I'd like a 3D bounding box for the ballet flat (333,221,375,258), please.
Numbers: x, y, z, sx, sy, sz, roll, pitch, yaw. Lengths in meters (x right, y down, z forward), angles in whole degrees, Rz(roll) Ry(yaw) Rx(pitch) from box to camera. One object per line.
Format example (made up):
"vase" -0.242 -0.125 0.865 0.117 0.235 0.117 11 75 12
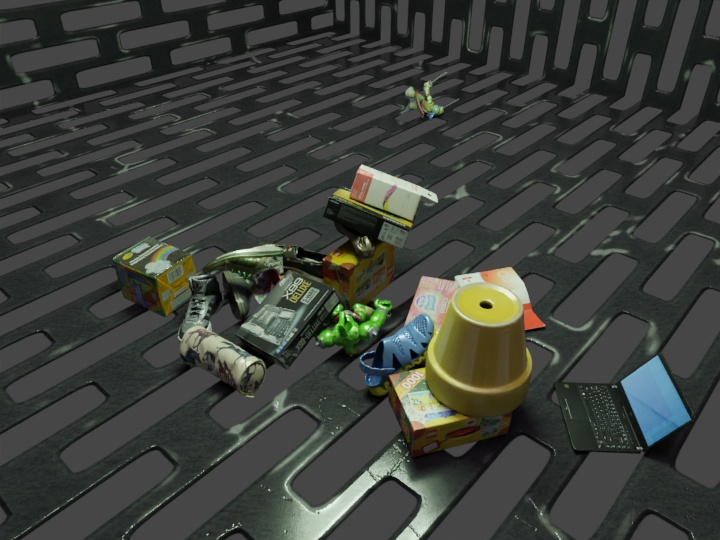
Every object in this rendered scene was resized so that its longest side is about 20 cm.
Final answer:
"ballet flat" -0.014 -0.095 1.417 0.067 0.047 0.200 -10 35 -15

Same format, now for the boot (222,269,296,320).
"boot" -0.234 0.041 1.505 0.198 0.073 0.182 -5 42 -24

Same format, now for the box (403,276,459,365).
"box" 0.162 0.113 1.360 0.094 0.103 0.201 10 37 13

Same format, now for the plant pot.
"plant pot" 0.226 0.134 1.117 0.199 0.190 0.201 0 34 0

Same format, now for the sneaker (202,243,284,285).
"sneaker" -0.268 -0.006 1.403 0.198 0.089 0.077 -12 2 -3

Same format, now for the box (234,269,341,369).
"box" -0.161 0.104 1.339 0.157 0.050 0.200 21 63 40

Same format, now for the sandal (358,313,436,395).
"sandal" 0.071 0.164 1.214 0.200 0.087 0.079 -48 34 1

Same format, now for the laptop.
"laptop" 0.500 0.251 1.160 0.198 0.104 0.178 2 34 2

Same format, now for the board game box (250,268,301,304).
"board game box" -0.166 0.029 1.470 0.157 0.039 0.201 31 47 0

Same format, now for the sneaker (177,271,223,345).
"sneaker" -0.380 0.080 1.397 0.075 0.115 0.201 4 35 7

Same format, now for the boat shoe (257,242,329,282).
"boat shoe" -0.161 -0.035 1.469 0.200 0.064 0.074 18 27 7

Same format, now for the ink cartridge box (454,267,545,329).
"ink cartridge box" 0.336 0.072 1.465 0.161 0.051 0.200 -9 33 -11

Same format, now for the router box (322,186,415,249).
"router box" 0.025 -0.128 1.410 0.198 0.053 0.157 22 19 3

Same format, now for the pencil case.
"pencil case" -0.292 0.194 1.268 0.199 0.090 0.078 22 12 28

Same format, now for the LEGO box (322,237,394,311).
"LEGO box" 0.000 0.000 1.468 0.077 0.150 0.200 22 40 29

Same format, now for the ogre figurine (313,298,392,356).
"ogre figurine" -0.031 0.125 1.348 0.198 0.099 0.120 6 29 1

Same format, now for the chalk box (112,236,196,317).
"chalk box" -0.522 0.008 1.495 0.199 0.125 0.125 19 40 27

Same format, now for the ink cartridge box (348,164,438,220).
"ink cartridge box" 0.080 -0.179 1.420 0.198 0.068 0.117 20 18 -1

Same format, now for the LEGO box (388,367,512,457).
"LEGO box" 0.169 0.261 1.169 0.198 0.078 0.149 -10 36 -14

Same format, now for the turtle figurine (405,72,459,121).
"turtle figurine" 0.298 -0.730 2.536 0.143 0.201 0.193 15 12 -46
